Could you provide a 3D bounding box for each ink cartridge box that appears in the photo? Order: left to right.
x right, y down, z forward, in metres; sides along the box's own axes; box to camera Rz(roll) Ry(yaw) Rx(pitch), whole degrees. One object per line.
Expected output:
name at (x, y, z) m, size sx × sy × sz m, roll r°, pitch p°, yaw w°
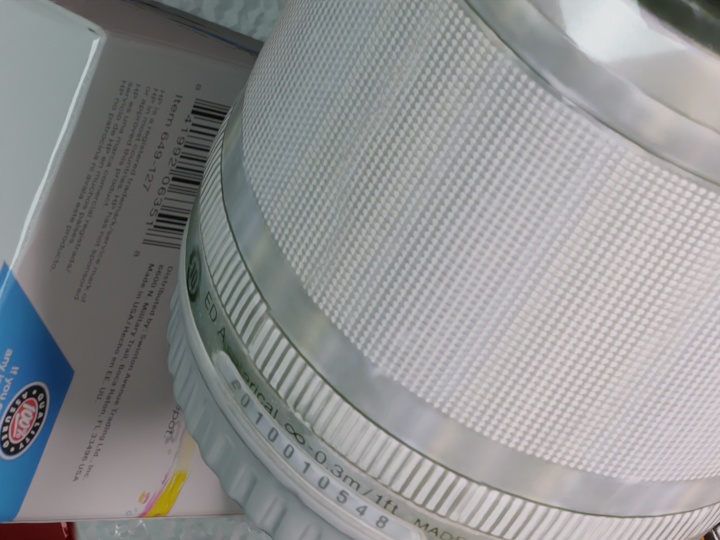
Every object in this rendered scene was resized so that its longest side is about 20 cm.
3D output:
ink cartridge box at (-0.101, -0.016, 0.786) m, size 0.144 × 0.200 × 0.148 m, roll 25°, pitch 97°, yaw 28°

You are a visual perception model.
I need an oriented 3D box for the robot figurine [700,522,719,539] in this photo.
robot figurine at (0.065, 0.111, 0.687) m, size 0.145 × 0.058 × 0.200 m, roll -39°, pitch 30°, yaw 12°

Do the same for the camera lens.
camera lens at (0.055, -0.029, 0.595) m, size 0.160 × 0.160 × 0.200 m, roll 48°, pitch 134°, yaw 18°
